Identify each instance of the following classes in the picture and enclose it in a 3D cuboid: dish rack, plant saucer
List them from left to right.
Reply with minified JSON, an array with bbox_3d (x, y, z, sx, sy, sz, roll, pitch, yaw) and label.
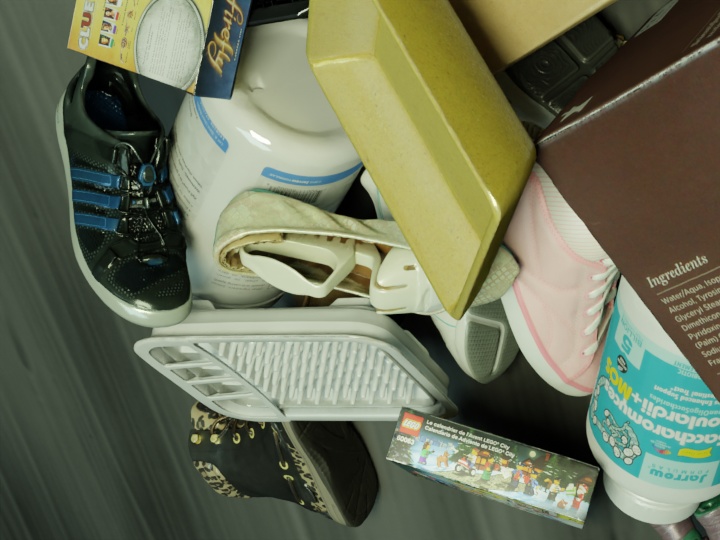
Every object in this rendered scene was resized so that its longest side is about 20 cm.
[{"bbox_3d":[-0.041,0.062,1.190,0.199,0.044,0.172,-1,155,24],"label":"dish rack"},{"bbox_3d":[0.037,-0.091,0.964,0.201,0.048,0.200,61,168,14],"label":"plant saucer"}]

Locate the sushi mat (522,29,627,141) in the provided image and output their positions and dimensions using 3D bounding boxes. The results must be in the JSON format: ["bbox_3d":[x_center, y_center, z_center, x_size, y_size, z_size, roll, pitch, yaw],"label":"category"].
[{"bbox_3d":[0.113,-0.093,1.101,0.095,0.012,0.201,33,138,11],"label":"sushi mat"}]

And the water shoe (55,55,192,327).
[{"bbox_3d":[-0.160,-0.058,1.128,0.201,0.071,0.079,66,149,24],"label":"water shoe"}]

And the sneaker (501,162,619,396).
[{"bbox_3d":[0.148,0.001,1.096,0.104,0.076,0.201,-6,125,34],"label":"sneaker"}]

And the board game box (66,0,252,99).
[{"bbox_3d":[-0.115,-0.223,1.066,0.135,0.034,0.201,23,105,40],"label":"board game box"}]

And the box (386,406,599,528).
[{"bbox_3d":[0.097,0.141,1.181,0.136,0.038,0.200,17,173,9],"label":"box"}]

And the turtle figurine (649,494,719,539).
[{"bbox_3d":[0.286,0.241,1.181,0.149,0.101,0.201,-26,99,48],"label":"turtle figurine"}]

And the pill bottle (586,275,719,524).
[{"bbox_3d":[0.208,0.074,1.088,0.110,0.111,0.201,25,136,20],"label":"pill bottle"}]

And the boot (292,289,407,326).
[{"bbox_3d":[-0.011,0.039,1.239,0.075,0.074,0.200,36,156,11],"label":"boot"}]

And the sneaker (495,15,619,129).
[{"bbox_3d":[0.084,-0.123,1.047,0.200,0.076,0.116,43,150,19],"label":"sneaker"}]

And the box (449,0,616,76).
[{"bbox_3d":[0.095,-0.214,0.934,0.199,0.021,0.164,-30,84,34],"label":"box"}]

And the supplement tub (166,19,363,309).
[{"bbox_3d":[-0.075,-0.071,1.181,0.132,0.132,0.200,40,139,5],"label":"supplement tub"}]

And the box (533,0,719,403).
[{"bbox_3d":[0.236,-0.058,0.913,0.200,0.166,0.164,51,139,-9],"label":"box"}]

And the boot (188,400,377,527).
[{"bbox_3d":[-0.080,0.123,1.396,0.150,0.073,0.201,2,130,38],"label":"boot"}]

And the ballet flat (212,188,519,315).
[{"bbox_3d":[0.000,0.000,1.074,0.199,0.063,0.068,11,135,13],"label":"ballet flat"}]

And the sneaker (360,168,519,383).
[{"bbox_3d":[0.062,-0.007,1.171,0.080,0.070,0.201,25,147,45],"label":"sneaker"}]

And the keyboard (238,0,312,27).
[{"bbox_3d":[-0.081,-0.191,1.110,0.199,0.104,0.040,0,120,41],"label":"keyboard"}]
